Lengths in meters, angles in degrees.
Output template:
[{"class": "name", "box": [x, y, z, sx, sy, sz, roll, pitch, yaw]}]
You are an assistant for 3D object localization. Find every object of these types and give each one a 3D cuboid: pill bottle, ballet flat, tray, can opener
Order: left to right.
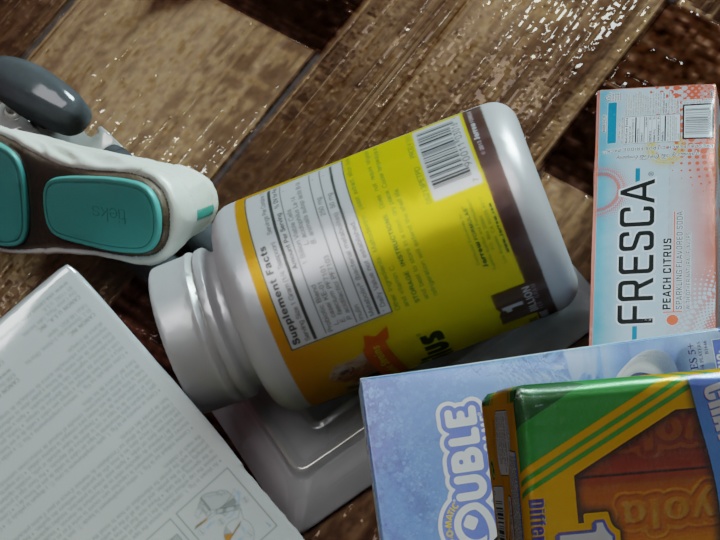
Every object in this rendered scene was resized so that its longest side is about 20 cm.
[{"class": "ballet flat", "box": [-0.158, -0.042, 1.180, 0.199, 0.070, 0.070, 12, 64, 34]}, {"class": "can opener", "box": [-0.146, -0.051, 1.231, 0.053, 0.067, 0.200, -45, 57, -10]}, {"class": "pill bottle", "box": [0.000, 0.000, 1.101, 0.199, 0.109, 0.110, -21, 56, 6]}, {"class": "tray", "box": [0.019, 0.039, 1.151, 0.199, 0.022, 0.108, -35, 55, -4]}]

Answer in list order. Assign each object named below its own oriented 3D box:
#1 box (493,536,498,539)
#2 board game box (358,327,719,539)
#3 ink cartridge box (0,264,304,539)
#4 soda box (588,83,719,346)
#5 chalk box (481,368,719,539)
[{"class": "box", "box": [0.135, 0.174, 0.918, 0.141, 0.079, 0.200, -43, 84, -9]}, {"class": "board game box", "box": [0.109, 0.134, 0.987, 0.197, 0.043, 0.202, -9, 81, 0]}, {"class": "ink cartridge box", "box": [-0.137, 0.124, 1.075, 0.160, 0.047, 0.200, -41, 87, -13]}, {"class": "soda box", "box": [0.148, 0.008, 1.099, 0.063, 0.069, 0.201, -2, 60, 14]}, {"class": "chalk box", "box": [0.153, 0.096, 0.827, 0.198, 0.124, 0.126, -6, 86, -2]}]
